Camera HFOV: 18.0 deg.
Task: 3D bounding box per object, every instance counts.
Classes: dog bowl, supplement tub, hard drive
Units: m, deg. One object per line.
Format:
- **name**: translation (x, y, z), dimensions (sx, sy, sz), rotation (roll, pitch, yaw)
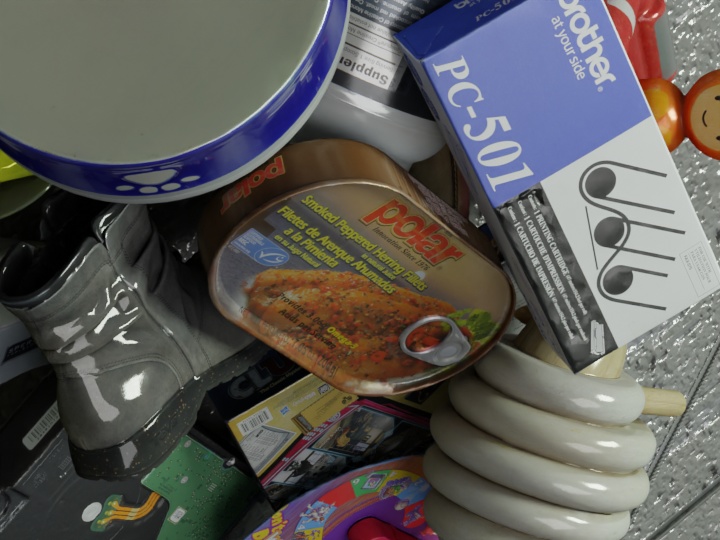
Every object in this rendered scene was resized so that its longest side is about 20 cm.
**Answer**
- **dog bowl**: translation (-0.106, -0.136, 1.050), dimensions (0.200, 0.200, 0.079), rotation (-45, 172, -4)
- **supplement tub**: translation (0.005, -0.143, 1.159), dimensions (0.140, 0.140, 0.200), rotation (16, 105, -39)
- **hard drive**: translation (-0.142, 0.131, 1.249), dimensions (0.140, 0.038, 0.200), rotation (-49, 146, -1)

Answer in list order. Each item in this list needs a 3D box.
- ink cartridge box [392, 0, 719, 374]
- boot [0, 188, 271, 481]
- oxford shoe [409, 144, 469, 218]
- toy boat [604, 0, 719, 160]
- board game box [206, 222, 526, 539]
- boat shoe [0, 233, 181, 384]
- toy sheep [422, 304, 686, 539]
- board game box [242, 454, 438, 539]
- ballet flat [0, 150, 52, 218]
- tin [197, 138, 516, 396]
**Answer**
- **ink cartridge box**: translation (0.101, -0.053, 1.128), dimensions (0.094, 0.044, 0.200), rotation (-30, 120, -4)
- **boot**: translation (-0.099, -0.001, 1.137), dimensions (0.200, 0.070, 0.132), rotation (-58, 139, -49)
- **oxford shoe**: translation (0.003, 0.005, 1.289), dimensions (0.075, 0.070, 0.200), rotation (7, 111, -34)
- **toy boat**: translation (0.164, -0.083, 1.259), dimensions (0.130, 0.200, 0.131), rotation (-2, 129, 19)
- **board game box**: translation (0.026, 0.066, 1.282), dimensions (0.200, 0.035, 0.136), rotation (-30, 134, -6)
- **boat shoe**: translation (-0.174, 0.010, 1.170), dimensions (0.200, 0.065, 0.074), rotation (-20, 147, -52)
- **toy sheep**: translation (0.098, 0.106, 1.240), dimensions (0.138, 0.138, 0.200), rotation (11, 97, -38)
- **board game box**: translation (0.002, 0.189, 1.320), dimensions (0.158, 0.039, 0.200), rotation (-13, 139, -22)
- **ballet flat**: translation (-0.213, -0.046, 1.118), dimensions (0.200, 0.067, 0.067), rotation (-21, 127, -26)
- **tin**: translation (0.000, 0.000, 1.144), dimensions (0.112, 0.042, 0.200), rotation (-31, 142, 19)
